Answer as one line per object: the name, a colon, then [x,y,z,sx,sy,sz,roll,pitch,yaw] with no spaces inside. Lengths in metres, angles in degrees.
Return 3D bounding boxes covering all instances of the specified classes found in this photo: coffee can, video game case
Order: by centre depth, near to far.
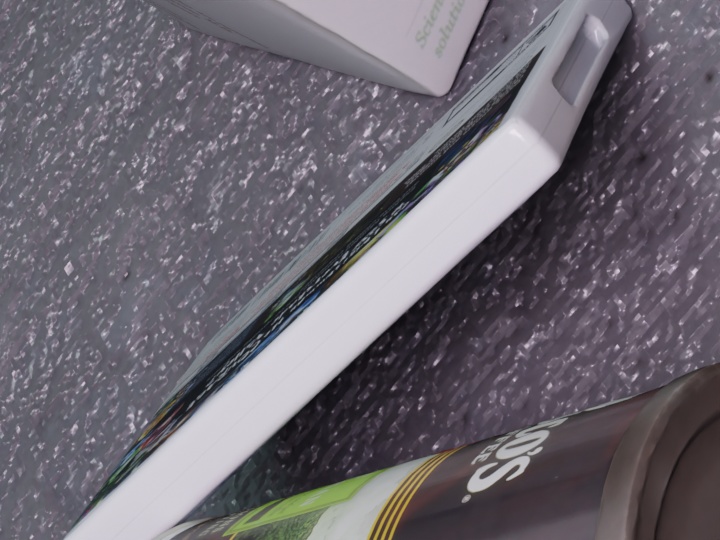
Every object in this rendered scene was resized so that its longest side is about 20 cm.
coffee can: [0.039,0.119,0.765,0.199,0.146,0.147,-20,56,39]
video game case: [0.000,0.000,0.890,0.200,0.023,0.182,-43,5,22]

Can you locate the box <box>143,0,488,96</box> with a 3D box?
box: [-0.045,-0.198,0.989,0.171,0.199,0.200,21,85,51]
